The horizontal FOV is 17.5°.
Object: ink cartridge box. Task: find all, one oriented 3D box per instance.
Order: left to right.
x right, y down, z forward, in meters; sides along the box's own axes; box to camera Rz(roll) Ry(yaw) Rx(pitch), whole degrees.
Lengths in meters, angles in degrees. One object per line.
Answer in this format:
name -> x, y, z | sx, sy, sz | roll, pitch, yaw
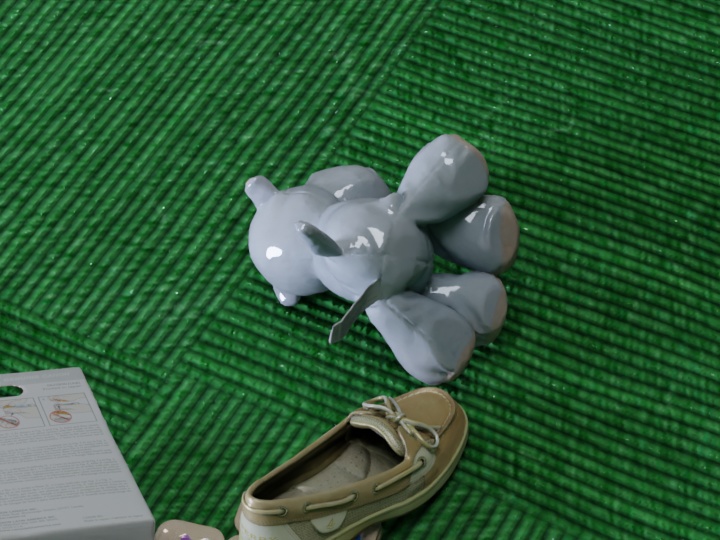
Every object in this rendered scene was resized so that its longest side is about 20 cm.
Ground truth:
ink cartridge box -> -0.240, 0.140, 1.573 | 0.161, 0.057, 0.200 | -4, 25, -21

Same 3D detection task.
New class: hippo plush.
hippo plush -> 0.000, 0.000, 1.646 | 0.199, 0.160, 0.160 | -30, 21, -37

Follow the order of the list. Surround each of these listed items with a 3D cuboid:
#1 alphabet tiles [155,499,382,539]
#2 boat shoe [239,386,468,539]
alphabet tiles -> -0.058, 0.231, 1.513 | 0.194, 0.015, 0.201 | 10, 52, 15
boat shoe -> -0.002, 0.127, 1.546 | 0.200, 0.063, 0.073 | -30, 46, -33
